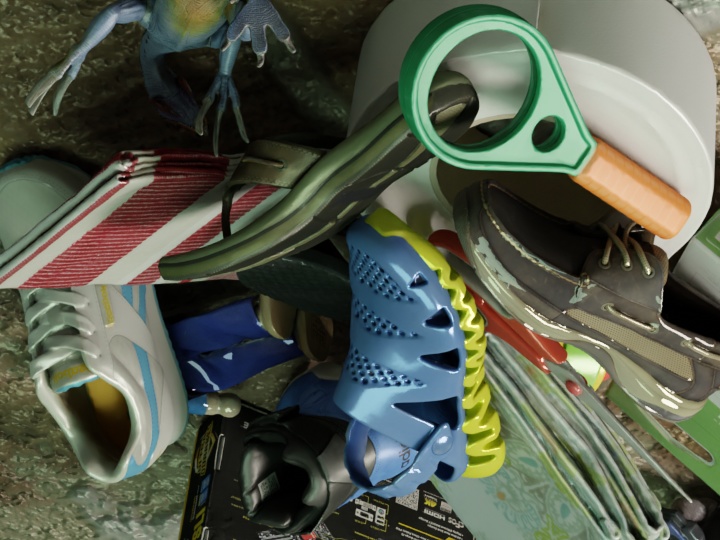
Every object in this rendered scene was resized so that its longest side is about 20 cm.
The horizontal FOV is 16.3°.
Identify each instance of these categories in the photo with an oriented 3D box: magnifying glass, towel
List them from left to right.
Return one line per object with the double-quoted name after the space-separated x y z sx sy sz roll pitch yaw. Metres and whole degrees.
-0.099 -0.029 1.415 0.199 0.023 0.144 -3 155 -45 "towel"
0.091 0.108 1.508 0.172 0.048 0.200 54 157 -2 "towel"
0.097 -0.068 1.274 0.200 0.022 0.080 31 97 -35 "magnifying glass"

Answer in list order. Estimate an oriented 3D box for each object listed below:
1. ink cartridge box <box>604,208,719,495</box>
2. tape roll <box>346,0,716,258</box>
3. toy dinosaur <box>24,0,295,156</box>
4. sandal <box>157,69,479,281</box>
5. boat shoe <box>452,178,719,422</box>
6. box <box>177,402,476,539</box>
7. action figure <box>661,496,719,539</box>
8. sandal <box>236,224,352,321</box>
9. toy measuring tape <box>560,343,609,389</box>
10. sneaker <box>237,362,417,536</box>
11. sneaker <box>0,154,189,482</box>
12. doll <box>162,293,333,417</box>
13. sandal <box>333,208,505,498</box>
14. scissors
0.219 0.043 1.451 0.104 0.059 0.200 40 152 12 "ink cartridge box"
0.092 -0.075 1.362 0.201 0.071 0.203 6 142 5 "tape roll"
-0.075 -0.133 1.318 0.105 0.200 0.181 38 175 -9 "toy dinosaur"
-0.025 -0.053 1.312 0.201 0.058 0.080 -35 170 24 "sandal"
0.133 0.003 1.350 0.200 0.075 0.073 34 120 -31 "boat shoe"
-0.021 0.190 1.644 0.199 0.160 0.049 22 141 -18 "box"
0.281 0.194 1.644 0.193 0.105 0.200 -25 107 41 "action figure"
0.000 0.000 1.474 0.075 0.048 0.200 -9 163 38 "sandal"
0.106 0.065 1.532 0.073 0.074 0.200 19 140 -13 "toy measuring tape"
-0.038 0.111 1.542 0.200 0.111 0.077 -6 107 64 "sneaker"
-0.164 0.027 1.485 0.076 0.081 0.201 -19 103 23 "sneaker"
-0.115 0.058 1.583 0.199 0.049 0.136 -17 148 29 "doll"
0.022 0.055 1.388 0.087 0.079 0.201 -29 129 -17 "sandal"
0.110 0.052 1.372 0.200 0.014 0.073 41 155 11 "scissors"
